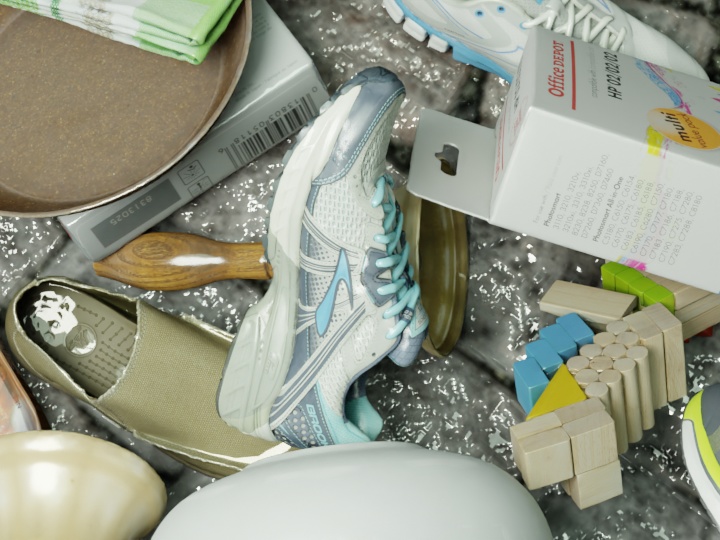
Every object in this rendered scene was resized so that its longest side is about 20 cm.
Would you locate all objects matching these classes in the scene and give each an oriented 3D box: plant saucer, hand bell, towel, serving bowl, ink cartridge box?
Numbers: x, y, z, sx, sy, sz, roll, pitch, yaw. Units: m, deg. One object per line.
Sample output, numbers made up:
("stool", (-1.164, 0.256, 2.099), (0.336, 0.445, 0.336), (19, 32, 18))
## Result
("plant saucer", (-0.147, -0.107, 0.938), (0.200, 0.037, 0.201), (-8, 60, 14))
("hand bell", (-0.151, 0.186, 0.817), (0.104, 0.104, 0.200), (-3, 50, 5))
("towel", (-0.134, -0.198, 0.946), (0.200, 0.031, 0.149), (19, 70, 25))
("serving bowl", (-0.009, 0.121, 0.833), (0.200, 0.200, 0.066), (-8, 76, 4))
("hand bell", (-0.051, -0.007, 0.938), (0.200, 0.104, 0.104), (0, 76, 17))
("ink cartridge box", (-0.132, -0.121, 0.990), (0.162, 0.050, 0.200), (-34, 55, -3))
("ink cartridge box", (0.130, -0.059, 0.883), (0.200, 0.115, 0.068), (17, 118, -3))

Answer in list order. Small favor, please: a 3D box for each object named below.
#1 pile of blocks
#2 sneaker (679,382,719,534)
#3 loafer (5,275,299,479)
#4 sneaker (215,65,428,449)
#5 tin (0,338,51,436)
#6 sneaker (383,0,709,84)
("pile of blocks", (0.125, 0.052, 0.890), (0.082, 0.062, 0.200), (14, 41, 33))
("sneaker", (0.220, 0.125, 0.844), (0.081, 0.074, 0.200), (-33, 44, 9))
("loafer", (-0.105, 0.058, 0.926), (0.200, 0.067, 0.076), (19, 82, 12))
("sneaker", (0.000, 0.000, 0.843), (0.086, 0.078, 0.200), (22, 116, 14))
("tin", (-0.244, 0.065, 0.953), (0.112, 0.042, 0.200), (-31, 76, -5))
("sneaker", (0.097, -0.132, 0.944), (0.200, 0.087, 0.075), (27, 78, 9))
